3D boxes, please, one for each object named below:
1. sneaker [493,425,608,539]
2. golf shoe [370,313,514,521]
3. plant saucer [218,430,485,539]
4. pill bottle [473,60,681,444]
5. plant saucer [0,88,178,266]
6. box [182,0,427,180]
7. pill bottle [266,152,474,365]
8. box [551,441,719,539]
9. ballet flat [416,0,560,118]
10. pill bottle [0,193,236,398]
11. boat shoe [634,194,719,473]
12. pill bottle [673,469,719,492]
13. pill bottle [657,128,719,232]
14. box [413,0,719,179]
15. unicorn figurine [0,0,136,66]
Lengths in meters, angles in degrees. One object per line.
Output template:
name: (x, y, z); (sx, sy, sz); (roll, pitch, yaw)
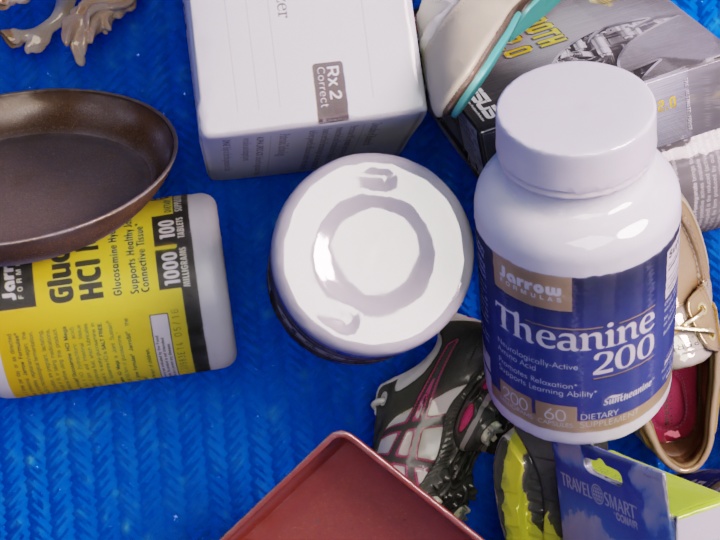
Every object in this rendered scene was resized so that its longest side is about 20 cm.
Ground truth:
sneaker: (0.131, 0.186, 0.971); (0.074, 0.084, 0.201); (13, 107, 35)
golf shoe: (0.038, 0.122, 0.980); (0.088, 0.077, 0.200); (38, 92, 31)
plant saucer: (0.002, 0.206, 0.926); (0.199, 0.037, 0.200); (39, 117, -12)
pill bottle: (0.119, -0.009, 0.826); (0.110, 0.201, 0.111); (-4, 41, 4)
plant saucer: (-0.210, -0.056, 0.926); (0.199, 0.200, 0.032); (-8, 124, -5)
box: (-0.044, -0.169, 0.923); (0.130, 0.200, 0.200); (-7, 86, -5)
pill bottle: (0.000, 0.000, 0.913); (0.113, 0.200, 0.114); (0, 84, -4)
box: (0.168, 0.194, 0.870); (0.047, 0.122, 0.201); (-12, 101, -23)
ballet flat: (0.068, -0.152, 0.882); (0.069, 0.200, 0.070); (13, 124, 20)
pill bottle: (-0.182, 0.019, 0.940); (0.199, 0.112, 0.113); (-8, 86, -5)
boat shoe: (0.196, 0.040, 0.943); (0.073, 0.069, 0.201); (-16, 122, -1)
pill bottle: (0.244, 0.179, 0.910); (0.119, 0.200, 0.120); (2, 81, -12)
pill bottle: (0.192, -0.073, 0.978); (0.199, 0.111, 0.111); (-14, 86, -6)
box: (0.120, -0.128, 0.939); (0.158, 0.200, 0.048); (-18, 122, -5)
unicorn figurine: (-0.219, -0.238, 0.987); (0.137, 0.074, 0.200); (-44, 104, -16)
